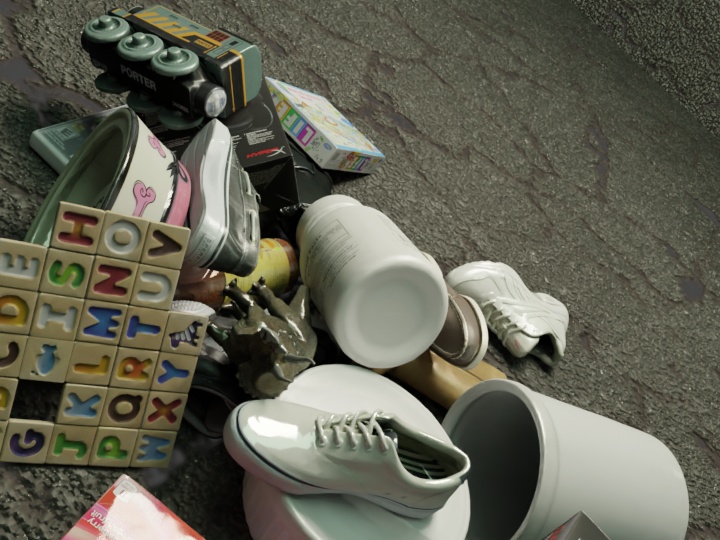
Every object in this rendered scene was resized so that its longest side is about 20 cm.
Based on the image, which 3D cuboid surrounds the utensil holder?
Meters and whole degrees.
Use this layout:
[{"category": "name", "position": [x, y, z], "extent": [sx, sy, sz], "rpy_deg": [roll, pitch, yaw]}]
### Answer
[{"category": "utensil holder", "position": [0.193, 0.212, 0.784], "extent": [0.198, 0.170, 0.172], "rpy_deg": [19, 38, -27]}]

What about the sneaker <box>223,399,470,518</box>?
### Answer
[{"category": "sneaker", "position": [-0.005, 0.132, 0.617], "extent": [0.197, 0.071, 0.074], "rpy_deg": [19, 39, -24]}]

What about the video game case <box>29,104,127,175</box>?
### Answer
[{"category": "video game case", "position": [-0.232, -0.105, 0.895], "extent": [0.200, 0.023, 0.182], "rpy_deg": [42, 35, 7]}]

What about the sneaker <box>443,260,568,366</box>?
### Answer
[{"category": "sneaker", "position": [0.195, 0.060, 1.041], "extent": [0.198, 0.078, 0.100], "rpy_deg": [24, 40, -17]}]

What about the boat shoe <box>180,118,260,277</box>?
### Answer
[{"category": "boat shoe", "position": [-0.126, -0.060, 0.717], "extent": [0.071, 0.072, 0.202], "rpy_deg": [32, 29, -30]}]

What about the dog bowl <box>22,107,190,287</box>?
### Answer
[{"category": "dog bowl", "position": [-0.220, -0.033, 0.686], "extent": [0.073, 0.200, 0.202], "rpy_deg": [32, 33, -31]}]

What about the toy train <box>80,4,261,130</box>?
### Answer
[{"category": "toy train", "position": [-0.194, -0.214, 0.821], "extent": [0.198, 0.086, 0.114], "rpy_deg": [29, 48, 28]}]

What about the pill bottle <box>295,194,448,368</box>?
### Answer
[{"category": "pill bottle", "position": [0.000, 0.000, 0.804], "extent": [0.113, 0.116, 0.200], "rpy_deg": [17, 18, -26]}]

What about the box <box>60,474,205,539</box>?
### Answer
[{"category": "box", "position": [-0.124, 0.248, 0.524], "extent": [0.199, 0.096, 0.100], "rpy_deg": [38, 34, 2]}]

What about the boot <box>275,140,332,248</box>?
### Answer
[{"category": "boot", "position": [-0.092, -0.097, 0.940], "extent": [0.197, 0.074, 0.163], "rpy_deg": [29, 23, -30]}]

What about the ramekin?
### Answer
[{"category": "ramekin", "position": [-0.011, 0.190, 0.692], "extent": [0.200, 0.095, 0.204], "rpy_deg": [24, 36, -19]}]

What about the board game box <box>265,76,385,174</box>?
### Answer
[{"category": "board game box", "position": [-0.051, -0.192, 1.090], "extent": [0.134, 0.034, 0.200], "rpy_deg": [46, 17, 11]}]

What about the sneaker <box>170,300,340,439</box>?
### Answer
[{"category": "sneaker", "position": [-0.103, 0.095, 0.740], "extent": [0.197, 0.076, 0.115], "rpy_deg": [8, 45, -27]}]

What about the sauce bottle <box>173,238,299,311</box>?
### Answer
[{"category": "sauce bottle", "position": [-0.148, 0.009, 0.801], "extent": [0.199, 0.066, 0.066], "rpy_deg": [-13, 58, -50]}]

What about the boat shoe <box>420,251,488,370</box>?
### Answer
[{"category": "boat shoe", "position": [0.072, 0.034, 0.872], "extent": [0.059, 0.072, 0.201], "rpy_deg": [23, 21, -31]}]

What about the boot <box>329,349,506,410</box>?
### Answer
[{"category": "boot", "position": [0.068, 0.119, 0.869], "extent": [0.198, 0.066, 0.176], "rpy_deg": [33, 35, -9]}]

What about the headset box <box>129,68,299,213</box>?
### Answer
[{"category": "headset box", "position": [-0.162, -0.149, 0.865], "extent": [0.146, 0.078, 0.202], "rpy_deg": [-15, 53, -9]}]

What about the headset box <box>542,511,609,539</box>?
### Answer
[{"category": "headset box", "position": [0.115, 0.281, 0.593], "extent": [0.077, 0.201, 0.148], "rpy_deg": [45, 36, 12]}]

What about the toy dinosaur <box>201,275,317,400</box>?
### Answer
[{"category": "toy dinosaur", "position": [-0.078, 0.058, 0.690], "extent": [0.102, 0.077, 0.200], "rpy_deg": [46, 9, 7]}]

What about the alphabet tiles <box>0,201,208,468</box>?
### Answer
[{"category": "alphabet tiles", "position": [-0.199, 0.055, 0.607], "extent": [0.165, 0.203, 0.008], "rpy_deg": [11, 12, -32]}]
